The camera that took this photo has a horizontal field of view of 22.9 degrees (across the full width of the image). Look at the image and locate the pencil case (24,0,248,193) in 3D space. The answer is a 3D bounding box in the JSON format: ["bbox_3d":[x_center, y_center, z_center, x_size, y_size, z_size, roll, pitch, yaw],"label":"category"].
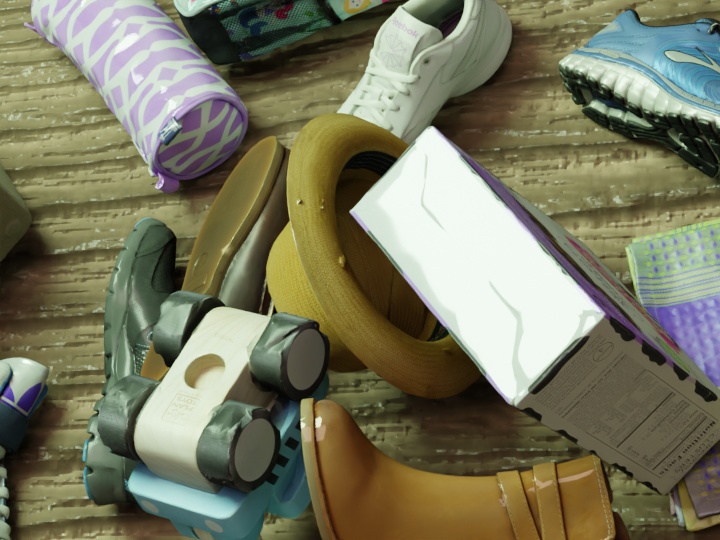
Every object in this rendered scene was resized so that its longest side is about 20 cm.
[{"bbox_3d":[-0.160,-0.145,1.274,0.086,0.084,0.200,-51,56,19],"label":"pencil case"}]

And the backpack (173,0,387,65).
[{"bbox_3d":[-0.046,-0.260,1.254,0.199,0.151,0.178,-17,58,4],"label":"backpack"}]

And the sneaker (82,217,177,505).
[{"bbox_3d":[-0.133,0.062,1.181,0.082,0.073,0.201,5,68,-3],"label":"sneaker"}]

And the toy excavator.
[{"bbox_3d":[-0.073,0.141,1.054,0.100,0.200,0.195,10,55,33],"label":"toy excavator"}]

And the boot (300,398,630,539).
[{"bbox_3d":[0.063,0.135,1.007,0.155,0.200,0.077,-21,18,16],"label":"boot"}]

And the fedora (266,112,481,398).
[{"bbox_3d":[0.000,0.000,1.108,0.082,0.200,0.201,-30,56,32],"label":"fedora"}]

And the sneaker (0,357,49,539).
[{"bbox_3d":[-0.252,0.127,1.171,0.146,0.081,0.200,-45,55,-1],"label":"sneaker"}]

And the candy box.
[{"bbox_3d":[0.109,0.026,1.015,0.072,0.200,0.168,-46,53,9],"label":"candy box"}]

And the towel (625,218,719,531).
[{"bbox_3d":[0.243,0.052,1.074,0.143,0.023,0.201,-13,62,13],"label":"towel"}]

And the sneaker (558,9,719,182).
[{"bbox_3d":[0.223,-0.116,1.126,0.200,0.079,0.089,32,77,34],"label":"sneaker"}]

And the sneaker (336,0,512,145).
[{"bbox_3d":[0.018,-0.122,1.189,0.075,0.100,0.200,33,80,28],"label":"sneaker"}]

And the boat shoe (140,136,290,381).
[{"bbox_3d":[-0.076,0.009,1.153,0.070,0.070,0.201,-21,42,55],"label":"boat shoe"}]

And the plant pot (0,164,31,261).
[{"bbox_3d":[-0.349,-0.055,1.219,0.177,0.200,0.200,34,80,30],"label":"plant pot"}]
